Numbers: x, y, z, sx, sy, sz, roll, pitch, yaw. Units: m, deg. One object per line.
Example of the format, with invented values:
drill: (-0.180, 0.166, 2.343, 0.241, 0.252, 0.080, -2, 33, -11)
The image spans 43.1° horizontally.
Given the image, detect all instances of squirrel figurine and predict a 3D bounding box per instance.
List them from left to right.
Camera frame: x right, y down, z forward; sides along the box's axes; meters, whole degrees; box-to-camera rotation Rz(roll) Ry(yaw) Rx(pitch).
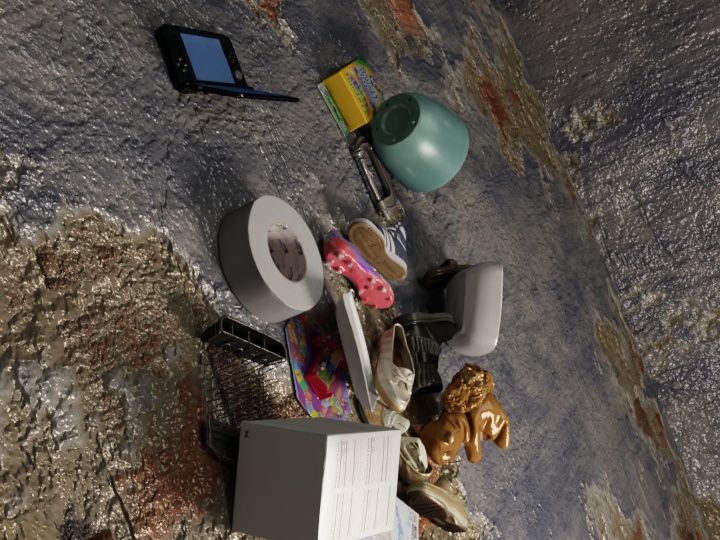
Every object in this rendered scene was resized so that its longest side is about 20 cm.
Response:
squirrel figurine: (0.190, 0.284, 1.791, 0.185, 0.141, 0.203, -13, 111, -43)

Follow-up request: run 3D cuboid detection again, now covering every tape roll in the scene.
tape roll: (-0.144, -0.019, 1.504, 0.200, 0.066, 0.202, 41, 37, -41)

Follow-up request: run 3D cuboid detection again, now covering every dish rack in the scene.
dish rack: (-0.169, 0.182, 1.327, 0.153, 0.054, 0.203, 30, 46, -48)

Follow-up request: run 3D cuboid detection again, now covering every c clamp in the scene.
c clamp: (0.030, -0.200, 1.982, 0.170, 0.027, 0.202, -17, 85, -63)

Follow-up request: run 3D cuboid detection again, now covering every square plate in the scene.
square plate: (-0.009, 0.136, 1.582, 0.198, 0.028, 0.203, -12, 88, -86)

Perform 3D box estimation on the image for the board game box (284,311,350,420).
board game box: (-0.058, 0.160, 1.552, 0.157, 0.039, 0.203, 19, 53, -55)

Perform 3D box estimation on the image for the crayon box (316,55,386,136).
crayon box: (-0.014, -0.390, 2.018, 0.127, 0.051, 0.200, 60, 29, -14)

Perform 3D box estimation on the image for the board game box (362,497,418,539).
board game box: (0.023, 0.450, 1.484, 0.199, 0.043, 0.202, 47, 35, -36)

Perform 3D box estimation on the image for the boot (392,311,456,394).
boot: (0.145, 0.173, 1.863, 0.210, 0.079, 0.160, 7, 62, -54)

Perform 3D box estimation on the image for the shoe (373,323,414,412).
shoe: (0.064, 0.178, 1.701, 0.069, 0.053, 0.201, 29, 31, -24)

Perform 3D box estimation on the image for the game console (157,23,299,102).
game console: (-0.221, -0.350, 1.552, 0.199, 0.115, 0.178, -14, 83, -63)

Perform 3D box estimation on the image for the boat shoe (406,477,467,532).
boat shoe: (0.143, 0.419, 1.687, 0.200, 0.071, 0.077, 51, 43, -48)

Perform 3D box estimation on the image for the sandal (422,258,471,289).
sandal: (0.194, 0.006, 2.097, 0.199, 0.082, 0.055, -4, 51, -54)

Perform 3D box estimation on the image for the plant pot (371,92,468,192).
plant pot: (0.118, -0.298, 2.016, 0.161, 0.199, 0.203, 32, 43, -51)

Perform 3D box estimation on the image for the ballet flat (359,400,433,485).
ballet flat: (0.072, 0.302, 1.654, 0.201, 0.065, 0.071, 57, 30, -20)

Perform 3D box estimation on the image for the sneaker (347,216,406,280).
sneaker: (0.036, -0.074, 1.856, 0.200, 0.069, 0.110, 48, 38, -46)

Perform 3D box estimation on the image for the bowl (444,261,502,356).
bowl: (0.238, 0.082, 1.989, 0.074, 0.200, 0.203, 7, 79, -13)

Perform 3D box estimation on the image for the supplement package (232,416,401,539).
supplement package: (-0.059, 0.295, 1.295, 0.199, 0.150, 0.153, 11, 82, -58)

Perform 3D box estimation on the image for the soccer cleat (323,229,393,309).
soccer cleat: (0.000, 0.000, 1.751, 0.200, 0.066, 0.077, 41, 33, -36)
